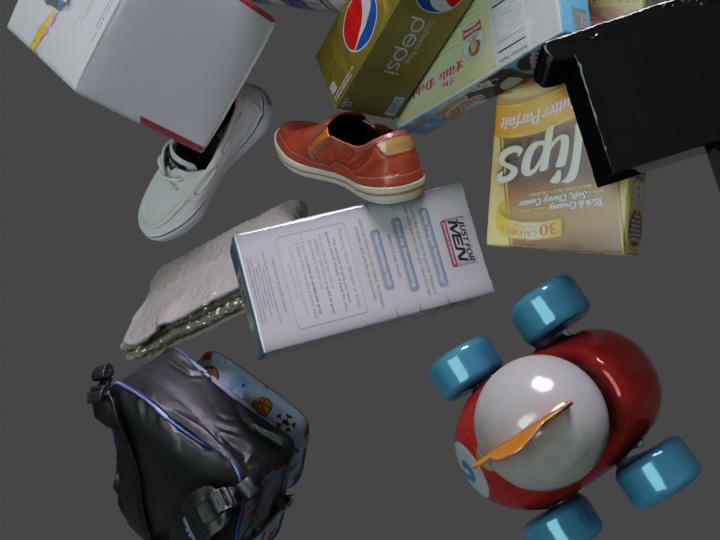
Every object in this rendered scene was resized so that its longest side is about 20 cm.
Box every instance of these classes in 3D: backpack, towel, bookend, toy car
[{"bbox_3d":[-0.144,0.183,0.856,0.199,0.154,0.192,35,127,28],"label":"backpack"},{"bbox_3d":[-0.140,0.008,0.884,0.199,0.133,0.035,-26,119,25],"label":"towel"},{"bbox_3d":[0.247,-0.085,0.640,0.197,0.092,0.202,-18,86,6],"label":"bookend"},{"bbox_3d":[0.126,0.119,0.689,0.177,0.200,0.185,-38,73,23],"label":"toy car"}]

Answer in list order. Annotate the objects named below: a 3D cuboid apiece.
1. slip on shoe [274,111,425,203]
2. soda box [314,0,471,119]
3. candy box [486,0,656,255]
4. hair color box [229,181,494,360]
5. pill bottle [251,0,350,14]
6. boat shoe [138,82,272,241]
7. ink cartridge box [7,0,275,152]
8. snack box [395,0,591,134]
[{"bbox_3d":[-0.013,-0.111,0.810,0.200,0.074,0.062,29,132,53],"label":"slip on shoe"},{"bbox_3d":[0.040,-0.220,0.737,0.200,0.064,0.068,-54,44,37],"label":"soda box"},{"bbox_3d":[0.170,-0.115,0.747,0.115,0.055,0.202,5,91,30],"label":"candy box"},{"bbox_3d":[0.000,0.000,0.774,0.198,0.061,0.100,-14,82,-13],"label":"hair color box"},{"bbox_3d":[-0.061,-0.295,0.835,0.199,0.111,0.112,21,100,39],"label":"pill bottle"},{"bbox_3d":[-0.171,-0.111,0.928,0.074,0.065,0.200,46,110,20],"label":"boat shoe"},{"bbox_3d":[-0.210,-0.232,0.869,0.200,0.145,0.145,40,103,44],"label":"ink cartridge box"},{"bbox_3d":[0.094,-0.199,0.746,0.199,0.037,0.117,-21,70,53],"label":"snack box"}]
